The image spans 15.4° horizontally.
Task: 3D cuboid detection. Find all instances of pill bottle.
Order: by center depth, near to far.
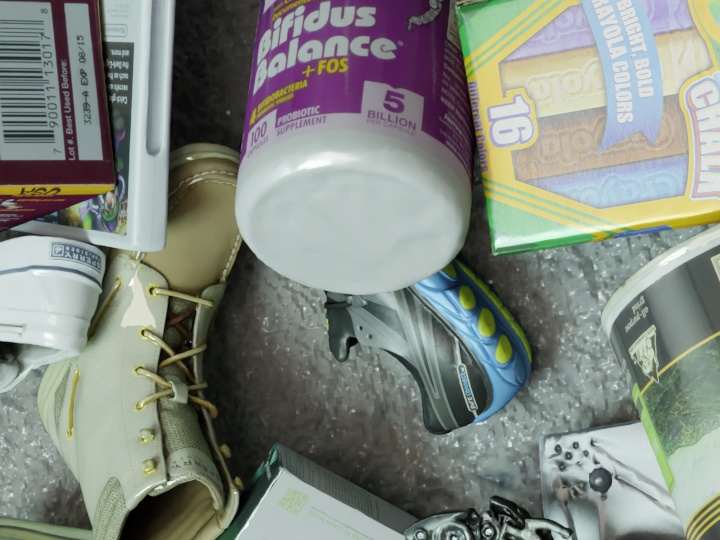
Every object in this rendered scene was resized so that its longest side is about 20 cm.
[{"bbox_3d":[0.003,-0.098,1.287,0.112,0.112,0.201,-12,51,22],"label":"pill bottle"}]

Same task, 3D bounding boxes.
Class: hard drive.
[{"bbox_3d":[0.166,0.169,1.314,0.134,0.042,0.201,-11,89,22],"label":"hard drive"}]

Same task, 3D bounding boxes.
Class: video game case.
[{"bbox_3d":[-0.152,-0.108,1.379,0.200,0.023,0.183,9,97,56],"label":"video game case"}]

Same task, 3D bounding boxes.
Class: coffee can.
[{"bbox_3d":[0.209,0.086,1.190,0.146,0.146,0.201,-28,67,21],"label":"coffee can"}]

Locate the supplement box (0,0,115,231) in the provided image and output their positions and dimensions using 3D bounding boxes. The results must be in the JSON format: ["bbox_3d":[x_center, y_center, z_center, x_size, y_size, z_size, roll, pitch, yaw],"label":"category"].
[{"bbox_3d":[-0.212,-0.077,1.372,0.200,0.085,0.111,-15,78,55],"label":"supplement box"}]

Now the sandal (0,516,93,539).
[{"bbox_3d":[-0.111,0.162,1.409,0.200,0.057,0.080,18,127,7],"label":"sandal"}]

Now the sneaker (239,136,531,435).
[{"bbox_3d":[0.000,0.000,1.355,0.083,0.071,0.200,-44,78,17],"label":"sneaker"}]

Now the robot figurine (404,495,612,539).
[{"bbox_3d":[0.102,0.189,1.286,0.199,0.058,0.146,12,97,20],"label":"robot figurine"}]

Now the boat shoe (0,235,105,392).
[{"bbox_3d":[-0.203,0.033,1.397,0.200,0.073,0.066,-23,58,55],"label":"boat shoe"}]

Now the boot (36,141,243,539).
[{"bbox_3d":[-0.095,0.051,1.347,0.200,0.072,0.155,-60,32,26],"label":"boot"}]

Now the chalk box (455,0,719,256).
[{"bbox_3d":[0.164,-0.082,1.258,0.199,0.124,0.125,-8,90,23],"label":"chalk box"}]

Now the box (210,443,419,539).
[{"bbox_3d":[-0.035,0.203,1.363,0.144,0.036,0.200,30,104,-16],"label":"box"}]
